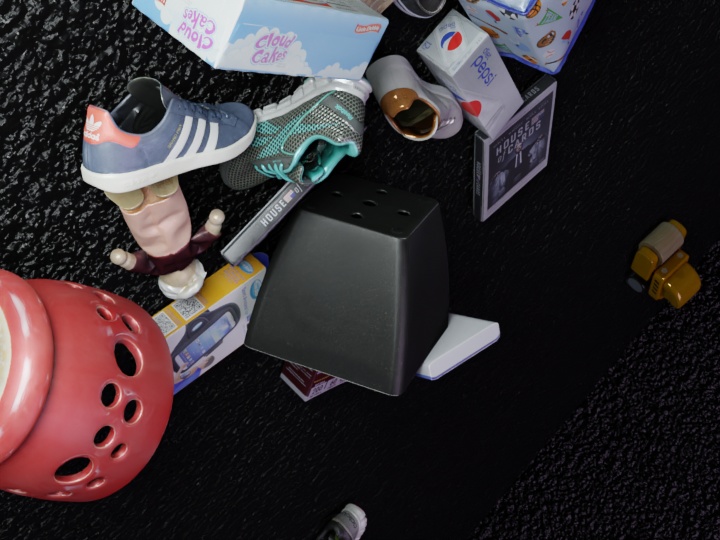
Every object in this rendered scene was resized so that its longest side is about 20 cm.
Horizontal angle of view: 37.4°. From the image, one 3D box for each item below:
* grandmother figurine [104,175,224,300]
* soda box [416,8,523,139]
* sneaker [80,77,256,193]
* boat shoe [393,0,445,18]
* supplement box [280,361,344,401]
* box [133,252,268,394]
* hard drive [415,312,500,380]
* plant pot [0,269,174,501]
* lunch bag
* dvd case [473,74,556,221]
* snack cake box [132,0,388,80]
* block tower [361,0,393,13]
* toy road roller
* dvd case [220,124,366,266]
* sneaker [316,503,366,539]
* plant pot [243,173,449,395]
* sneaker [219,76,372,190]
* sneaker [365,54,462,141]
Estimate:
[{"bbox_3d":[-0.196,-0.033,1.089,0.121,0.061,0.200,-14,150,-7],"label":"grandmother figurine"},{"bbox_3d":[0.140,-0.239,1.321,0.068,0.063,0.200,-49,155,2],"label":"soda box"},{"bbox_3d":[-0.168,-0.139,0.969,0.200,0.075,0.085,-33,133,-47],"label":"sneaker"},{"bbox_3d":[0.061,-0.312,1.086,0.072,0.071,0.200,-48,155,-2],"label":"boat shoe"},{"bbox_3d":[-0.033,0.080,1.493,0.109,0.061,0.201,-22,142,-44],"label":"supplement box"},{"bbox_3d":[-0.177,0.062,1.264,0.200,0.041,0.119,-35,151,-22],"label":"box"},{"bbox_3d":[0.061,0.086,1.371,0.132,0.199,0.026,-27,115,-37],"label":"hard drive"},{"bbox_3d":[-0.295,0.101,0.949,0.201,0.200,0.182,-51,152,6],"label":"plant pot"},{"bbox_3d":[0.216,-0.355,1.224,0.201,0.123,0.170,-62,155,-4],"label":"lunch bag"},{"bbox_3d":[0.226,-0.178,1.571,0.150,0.025,0.200,-40,154,-18],"label":"dvd case"},{"bbox_3d":[-0.082,-0.225,0.928,0.200,0.115,0.067,-9,134,-53],"label":"snack cake box"},{"bbox_3d":[-0.020,-0.311,0.980,0.054,0.058,0.200,-44,152,-8],"label":"block tower"},{"bbox_3d":[0.719,-0.004,2.469,0.123,0.146,0.200,-40,153,-17],"label":"toy road roller"},{"bbox_3d":[-0.076,-0.082,1.162,0.200,0.025,0.150,-47,-175,-5],"label":"dvd case"},{"bbox_3d":[-0.052,0.553,2.110,0.087,0.074,0.201,-21,138,-45],"label":"sneaker"},{"bbox_3d":[0.000,0.000,1.256,0.200,0.198,0.178,-45,149,-60],"label":"plant pot"},{"bbox_3d":[-0.071,-0.119,1.052,0.077,0.092,0.200,22,142,-39],"label":"sneaker"},{"bbox_3d":[0.071,-0.178,1.257,0.073,0.085,0.200,-29,157,22],"label":"sneaker"}]
